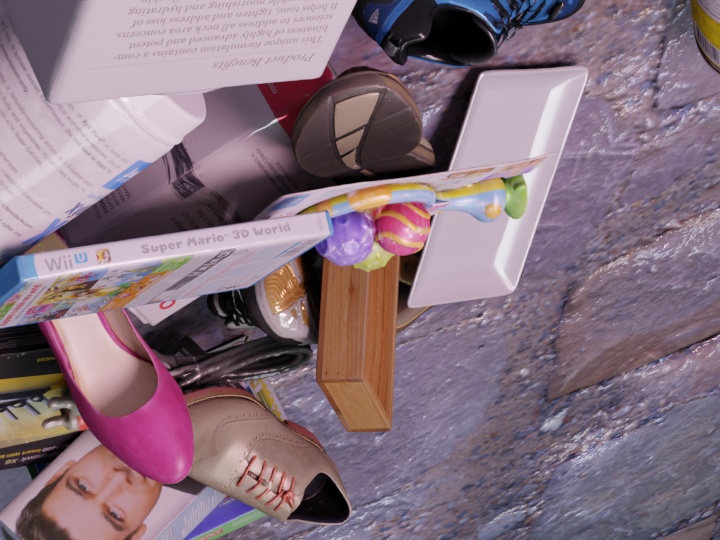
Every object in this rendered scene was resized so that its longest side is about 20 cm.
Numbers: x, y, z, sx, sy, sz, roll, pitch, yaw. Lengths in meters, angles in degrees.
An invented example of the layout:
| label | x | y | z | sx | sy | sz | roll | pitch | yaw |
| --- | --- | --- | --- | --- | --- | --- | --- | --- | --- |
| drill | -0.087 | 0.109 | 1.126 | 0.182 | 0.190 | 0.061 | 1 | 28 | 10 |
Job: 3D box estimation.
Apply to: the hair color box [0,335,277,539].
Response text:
| label | x | y | z | sx | sy | sz | roll | pitch | yaw |
| --- | --- | --- | --- | --- | --- | --- | --- | --- | --- |
| hair color box | -0.164 | 0.156 | 1.660 | 0.200 | 0.099 | 0.061 | -44 | 164 | -19 |

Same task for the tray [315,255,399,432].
| label | x | y | z | sx | sy | sz | roll | pitch | yaw |
| --- | --- | --- | --- | --- | --- | --- | --- | --- | --- |
| tray | 0.000 | 0.000 | 1.541 | 0.037 | 0.202 | 0.099 | -3 | 155 | 12 |

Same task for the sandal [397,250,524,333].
| label | x | y | z | sx | sy | sz | roll | pitch | yaw |
| --- | --- | --- | --- | --- | --- | --- | --- | --- | --- |
| sandal | 0.041 | -0.002 | 1.707 | 0.199 | 0.080 | 0.054 | -16 | 134 | -27 |

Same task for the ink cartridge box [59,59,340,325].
| label | x | y | z | sx | sy | sz | roll | pitch | yaw |
| --- | --- | --- | --- | --- | --- | --- | --- | --- | --- |
| ink cartridge box | -0.095 | -0.069 | 1.451 | 0.199 | 0.085 | 0.145 | -32 | 152 | 3 |

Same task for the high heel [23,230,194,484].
| label | x | y | z | sx | sy | sz | roll | pitch | yaw |
| --- | --- | --- | --- | --- | --- | --- | --- | --- | --- |
| high heel | -0.171 | 0.046 | 1.453 | 0.067 | 0.201 | 0.096 | -26 | 159 | -5 |

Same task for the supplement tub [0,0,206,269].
| label | x | y | z | sx | sy | sz | roll | pitch | yaw |
| --- | --- | --- | --- | --- | --- | --- | --- | --- | --- |
| supplement tub | -0.203 | -0.083 | 1.280 | 0.199 | 0.133 | 0.132 | -33 | 152 | 12 |

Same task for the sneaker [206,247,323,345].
| label | x | y | z | sx | sy | sz | roll | pitch | yaw |
| --- | --- | --- | --- | --- | --- | --- | --- | --- | --- |
| sneaker | -0.067 | 0.020 | 1.566 | 0.087 | 0.076 | 0.200 | -20 | -173 | 8 |

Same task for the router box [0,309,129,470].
| label | x | y | z | sx | sy | sz | roll | pitch | yaw |
| --- | --- | --- | --- | --- | --- | --- | --- | --- | --- |
| router box | -0.277 | 0.085 | 1.580 | 0.199 | 0.052 | 0.158 | -7 | 146 | -35 |

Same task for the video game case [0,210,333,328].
| label | x | y | z | sx | sy | sz | roll | pitch | yaw |
| --- | --- | --- | --- | --- | --- | --- | --- | --- | --- |
| video game case | -0.133 | 0.001 | 1.347 | 0.199 | 0.018 | 0.143 | -10 | 171 | -27 |

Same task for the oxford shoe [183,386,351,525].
| label | x | y | z | sx | sy | sz | roll | pitch | yaw |
| --- | --- | --- | --- | --- | --- | --- | --- | --- | --- |
| oxford shoe | -0.072 | 0.137 | 1.595 | 0.199 | 0.075 | 0.071 | 21 | 108 | -51 |

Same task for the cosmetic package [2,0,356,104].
| label | x | y | z | sx | sy | sz | roll | pitch | yaw |
| --- | --- | --- | --- | --- | --- | --- | --- | --- | --- |
| cosmetic package | -0.089 | -0.215 | 1.124 | 0.166 | 0.167 | 0.200 | -9 | 146 | -32 |

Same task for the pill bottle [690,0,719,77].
| label | x | y | z | sx | sy | sz | roll | pitch | yaw |
| --- | --- | --- | --- | --- | --- | --- | --- | --- | --- |
| pill bottle | 0.277 | -0.214 | 1.522 | 0.109 | 0.110 | 0.200 | -27 | 153 | -2 |

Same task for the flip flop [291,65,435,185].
| label | x | y | z | sx | sy | sz | roll | pitch | yaw |
| --- | --- | --- | --- | --- | --- | --- | --- | --- | --- |
| flip flop | 0.003 | -0.092 | 1.362 | 0.080 | 0.058 | 0.200 | -13 | 170 | 9 |

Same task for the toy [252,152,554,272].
| label | x | y | z | sx | sy | sz | roll | pitch | yaw |
| --- | --- | --- | --- | --- | --- | --- | --- | --- | --- |
| toy | 0.021 | -0.029 | 1.437 | 0.199 | 0.048 | 0.115 | -13 | 170 | -27 |

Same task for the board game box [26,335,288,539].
| label | x | y | z | sx | sy | sz | roll | pitch | yaw |
| --- | --- | --- | --- | --- | --- | --- | --- | --- | --- |
| board game box | -0.149 | 0.150 | 1.717 | 0.199 | 0.135 | 0.029 | -24 | 157 | -9 |

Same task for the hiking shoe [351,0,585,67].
| label | x | y | z | sx | sy | sz | roll | pitch | yaw |
| --- | --- | --- | --- | --- | --- | --- | --- | --- | --- |
| hiking shoe | 0.074 | -0.164 | 1.443 | 0.199 | 0.087 | 0.075 | -7 | 146 | -36 |

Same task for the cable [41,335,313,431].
| label | x | y | z | sx | sy | sz | roll | pitch | yaw |
| --- | --- | --- | --- | --- | --- | --- | --- | --- | --- |
| cable | -0.131 | 0.085 | 1.577 | 0.198 | 0.051 | 0.097 | -1 | 145 | -24 |

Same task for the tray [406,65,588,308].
| label | x | y | z | sx | sy | sz | roll | pitch | yaw |
| --- | --- | --- | --- | --- | --- | --- | --- | --- | --- |
| tray | 0.096 | -0.065 | 1.647 | 0.107 | 0.022 | 0.201 | -6 | 127 | -35 |
